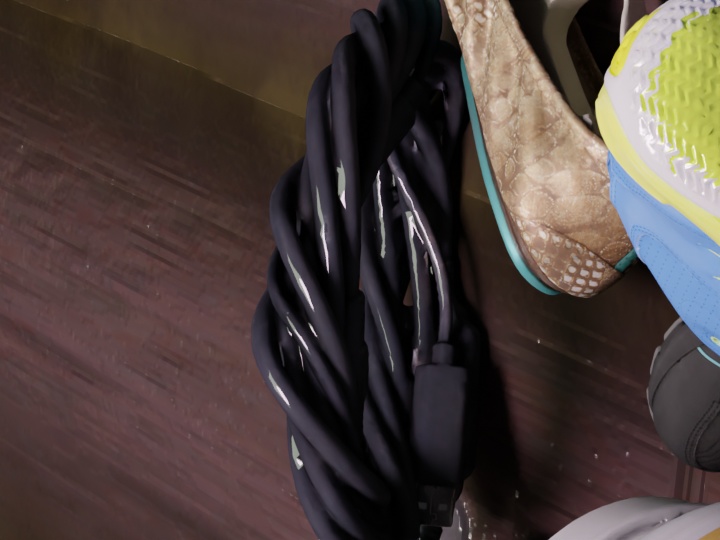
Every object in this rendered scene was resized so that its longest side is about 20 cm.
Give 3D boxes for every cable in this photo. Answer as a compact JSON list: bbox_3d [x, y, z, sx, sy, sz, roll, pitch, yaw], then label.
[{"bbox_3d":[0.000,0.000,0.968,0.050,0.163,0.201,1,79,17],"label":"cable"}]

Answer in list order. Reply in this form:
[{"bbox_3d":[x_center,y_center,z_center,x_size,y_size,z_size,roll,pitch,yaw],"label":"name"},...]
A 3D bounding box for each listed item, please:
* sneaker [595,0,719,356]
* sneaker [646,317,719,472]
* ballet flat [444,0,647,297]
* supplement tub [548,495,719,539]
[{"bbox_3d":[0.141,0.007,0.730,0.200,0.076,0.105,40,167,2],"label":"sneaker"},{"bbox_3d":[0.148,0.027,0.804,0.200,0.075,0.080,-35,67,52],"label":"sneaker"},{"bbox_3d":[0.056,-0.089,0.953,0.065,0.070,0.201,-29,69,24],"label":"ballet flat"},{"bbox_3d":[0.130,0.141,0.781,0.200,0.144,0.145,17,108,54],"label":"supplement tub"}]
